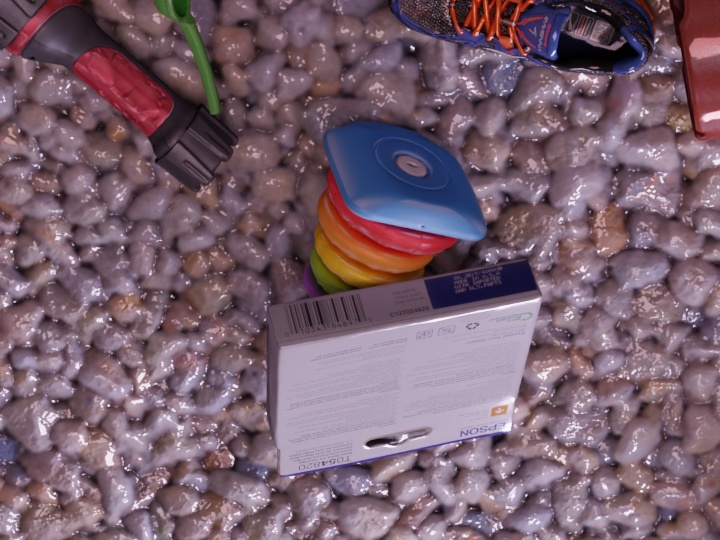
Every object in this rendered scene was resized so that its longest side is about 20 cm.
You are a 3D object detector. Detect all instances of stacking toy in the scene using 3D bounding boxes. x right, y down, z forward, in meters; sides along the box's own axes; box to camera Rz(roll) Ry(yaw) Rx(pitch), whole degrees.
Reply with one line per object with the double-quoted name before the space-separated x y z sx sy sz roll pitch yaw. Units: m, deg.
"stacking toy" 0.000 0.000 1.365 0.116 0.110 0.201 10 125 -24

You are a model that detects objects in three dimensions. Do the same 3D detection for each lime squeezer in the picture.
"lime squeezer" -0.150 -0.191 1.269 0.071 0.038 0.200 -42 110 17

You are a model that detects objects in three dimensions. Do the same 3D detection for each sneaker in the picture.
"sneaker" 0.118 -0.181 1.297 0.199 0.079 0.076 8 112 -7

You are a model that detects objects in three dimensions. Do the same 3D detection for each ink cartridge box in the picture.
"ink cartridge box" 0.027 0.075 1.381 0.199 0.041 0.200 -10 147 -11

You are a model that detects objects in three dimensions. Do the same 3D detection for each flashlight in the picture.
"flashlight" -0.177 -0.134 1.302 0.200 0.068 0.068 41 71 -13

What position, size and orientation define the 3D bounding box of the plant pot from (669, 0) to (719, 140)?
"plant pot" 0.312 -0.179 1.258 0.194 0.201 0.202 -9 113 10
